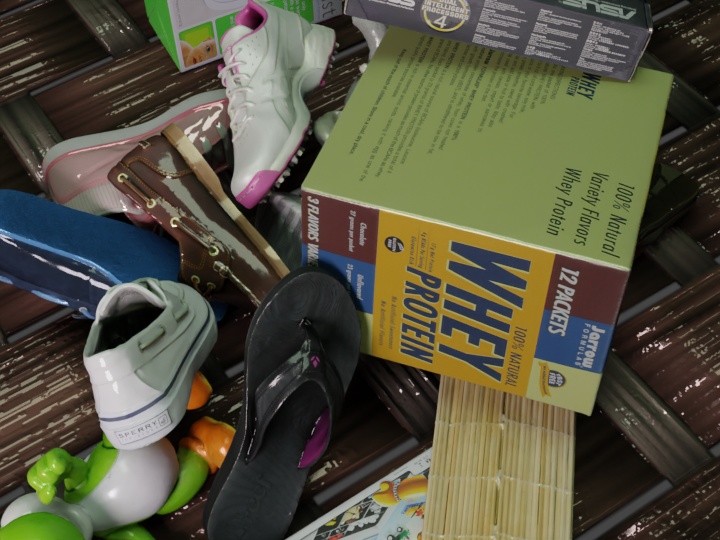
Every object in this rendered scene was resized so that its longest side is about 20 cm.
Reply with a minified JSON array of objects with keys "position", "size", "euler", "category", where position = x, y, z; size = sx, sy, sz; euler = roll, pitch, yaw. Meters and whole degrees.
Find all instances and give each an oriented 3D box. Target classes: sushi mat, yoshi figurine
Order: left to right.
[{"position":[-0.162,0.151,0.727],"size":[0.200,0.112,0.112],"euler":[-39,66,-22],"category":"yoshi figurine"},{"position":[0.091,0.138,0.740],"size":[0.094,0.012,0.201],"euler":[6,50,6],"category":"sushi mat"}]

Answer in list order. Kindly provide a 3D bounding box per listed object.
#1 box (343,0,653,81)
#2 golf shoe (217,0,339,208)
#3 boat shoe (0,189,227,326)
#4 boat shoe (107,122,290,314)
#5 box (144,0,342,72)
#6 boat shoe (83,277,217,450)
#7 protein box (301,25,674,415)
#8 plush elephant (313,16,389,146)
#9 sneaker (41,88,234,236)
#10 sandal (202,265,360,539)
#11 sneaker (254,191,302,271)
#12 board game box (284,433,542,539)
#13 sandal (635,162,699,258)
[{"position":[0.093,-0.213,0.785],"size":[0.198,0.049,0.162],"euler":[13,47,-4],"category":"box"},{"position":[-0.080,-0.133,0.892],"size":[0.091,0.075,0.201],"euler":[31,45,-19],"category":"golf shoe"},{"position":[-0.198,0.001,0.868],"size":[0.198,0.069,0.084],"euler":[27,38,-5],"category":"boat shoe"},{"position":[-0.108,-0.014,0.848],"size":[0.070,0.070,0.200],"euler":[-37,77,-15],"category":"boat shoe"},{"position":[-0.114,-0.309,1.036],"size":[0.175,0.201,0.097],"euler":[-22,54,-16],"category":"box"},{"position":[-0.133,0.036,0.727],"size":[0.073,0.067,0.200],"euler":[-20,20,-1],"category":"boat shoe"},{"position":[0.085,-0.043,0.765],"size":[0.198,0.136,0.199],"euler":[14,47,12],"category":"protein box"},{"position":[0.050,-0.155,0.933],"size":[0.153,0.202,0.165],"euler":[8,27,24],"category":"plush elephant"},{"position":[-0.152,-0.073,0.929],"size":[0.198,0.076,0.105],"euler":[-18,54,-8],"category":"sneaker"},{"position":[-0.043,0.097,0.718],"size":[0.075,0.203,0.048],"euler":[8,17,-27],"category":"sandal"},{"position":[0.000,0.000,0.878],"size":[0.199,0.075,0.082],"euler":[35,34,27],"category":"sneaker"},{"position":[0.017,0.204,0.720],"size":[0.199,0.035,0.126],"euler":[-29,56,-20],"category":"board game box"},{"position":[0.188,-0.032,0.898],"size":[0.199,0.055,0.082],"euler":[-26,52,-36],"category":"sandal"}]
